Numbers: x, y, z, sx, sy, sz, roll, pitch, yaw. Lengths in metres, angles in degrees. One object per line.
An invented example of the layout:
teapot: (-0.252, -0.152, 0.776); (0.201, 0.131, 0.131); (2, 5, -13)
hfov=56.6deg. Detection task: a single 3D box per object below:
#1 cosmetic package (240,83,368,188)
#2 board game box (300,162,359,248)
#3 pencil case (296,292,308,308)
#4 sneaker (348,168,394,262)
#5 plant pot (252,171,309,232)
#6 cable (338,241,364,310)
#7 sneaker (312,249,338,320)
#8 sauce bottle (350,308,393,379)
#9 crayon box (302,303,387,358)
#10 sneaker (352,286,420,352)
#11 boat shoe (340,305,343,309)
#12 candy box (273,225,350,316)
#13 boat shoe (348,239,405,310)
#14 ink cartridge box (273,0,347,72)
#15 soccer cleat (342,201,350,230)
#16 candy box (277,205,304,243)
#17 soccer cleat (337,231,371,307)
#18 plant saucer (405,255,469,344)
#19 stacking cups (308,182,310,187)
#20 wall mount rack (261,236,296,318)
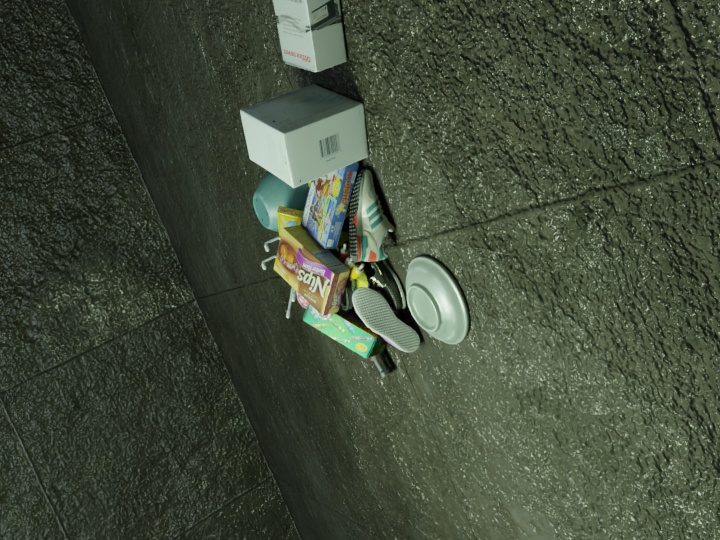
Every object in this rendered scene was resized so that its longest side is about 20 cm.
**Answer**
cosmetic package: (-0.120, -0.295, 1.429); (0.199, 0.197, 0.125); (33, 141, 46)
board game box: (-0.074, -0.170, 1.521); (0.135, 0.034, 0.204); (42, 122, 49)
pencil case: (-0.139, 0.027, 1.815); (0.201, 0.085, 0.089); (-107, 4, -65)
sneaker: (0.027, -0.118, 1.466); (0.070, 0.091, 0.205); (173, 99, -73)
plant pot: (-0.207, -0.182, 1.775); (0.200, 0.133, 0.203); (44, 148, 37)
cable: (-0.038, 0.012, 1.565); (0.098, 0.050, 0.202); (51, 143, 24)
sneaker: (-0.074, 0.022, 1.636); (0.073, 0.099, 0.205); (-11, 71, 27)
sauce bottle: (0.020, 0.186, 1.752); (0.202, 0.065, 0.066); (58, 154, 9)
crayon box: (-0.033, 0.142, 1.672); (0.197, 0.118, 0.059); (29, 100, 19)
sneaker: (0.044, 0.118, 1.575); (0.201, 0.073, 0.114); (47, 170, -12)
boat shoe: (-0.056, 0.029, 1.745); (0.066, 0.072, 0.203); (78, 172, -55)
candy box: (-0.116, -0.002, 1.554); (0.200, 0.056, 0.119); (42, 127, 34)
boat shoe: (0.037, 0.008, 1.558); (0.204, 0.060, 0.072); (62, 154, 6)
ink cartridge box: (-0.107, -0.518, 1.337); (0.144, 0.083, 0.204); (34, 140, 48)
soccer cleat: (-0.065, -0.140, 1.596); (0.065, 0.083, 0.201); (54, 152, 19)
candy box: (-0.161, -0.095, 1.722); (0.100, 0.027, 0.201); (14, 153, 4)
soccer cleat: (0.001, 0.000, 1.625); (0.082, 0.064, 0.205); (-7, 104, 36)
plant saucer: (0.148, 0.072, 1.417); (0.200, 0.050, 0.203); (45, 149, 37)
stacking cups: (-0.094, -0.173, 1.668); (0.060, 0.060, 0.203); (43, 152, 37)
wall mount rack: (-0.197, 0.015, 1.755); (0.176, 0.074, 0.201); (58, 157, 15)
